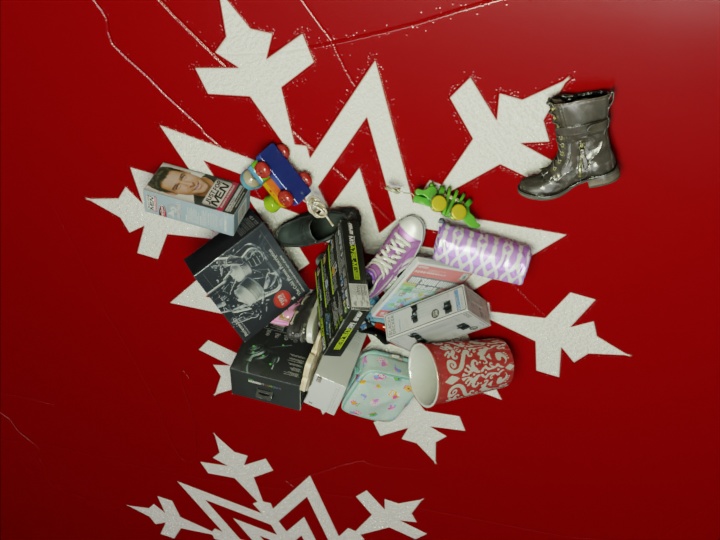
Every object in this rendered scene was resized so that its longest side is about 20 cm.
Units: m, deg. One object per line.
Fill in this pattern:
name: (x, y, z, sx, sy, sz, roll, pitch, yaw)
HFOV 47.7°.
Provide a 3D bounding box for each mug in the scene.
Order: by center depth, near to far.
mug: (0.210, 0.199, 1.757, 0.197, 0.178, 0.135, -6, 122, -23)

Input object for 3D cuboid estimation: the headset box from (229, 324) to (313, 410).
headset box: (-0.193, 0.213, 1.892, 0.172, 0.201, 0.094, 12, 133, 8)

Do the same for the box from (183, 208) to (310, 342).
box: (-0.240, 0.011, 1.729, 0.181, 0.104, 0.201, -37, 121, -6)

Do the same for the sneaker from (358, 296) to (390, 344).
sneaker: (0.009, 0.088, 1.783, 0.199, 0.090, 0.078, 36, 132, -11)

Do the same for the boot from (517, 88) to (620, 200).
boot: (0.351, -0.222, 1.409, 0.197, 0.070, 0.176, -13, 123, 19)

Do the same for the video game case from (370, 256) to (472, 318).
video game case: (0.128, 0.045, 1.710, 0.141, 0.018, 0.200, 9, 141, -28)

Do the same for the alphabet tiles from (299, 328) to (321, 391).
alphabet tiles: (-0.093, 0.168, 1.815, 0.014, 0.201, 0.197, 19, 135, 4)

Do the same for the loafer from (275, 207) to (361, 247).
loafer: (-0.094, -0.089, 1.666, 0.198, 0.070, 0.069, -12, 93, 26)

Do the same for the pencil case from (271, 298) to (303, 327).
pencil case: (-0.199, 0.088, 1.855, 0.197, 0.088, 0.083, 12, 169, 7)

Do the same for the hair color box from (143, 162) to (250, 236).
hair color box: (-0.338, -0.149, 1.688, 0.197, 0.100, 0.061, 15, 135, 6)

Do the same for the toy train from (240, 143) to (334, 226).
toy train: (-0.150, -0.145, 1.626, 0.201, 0.085, 0.115, 51, 140, -12)

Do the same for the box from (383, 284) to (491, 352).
box: (0.161, 0.106, 1.721, 0.198, 0.061, 0.116, -24, 148, 27)

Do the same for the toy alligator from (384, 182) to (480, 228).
toy alligator: (0.146, -0.142, 1.559, 0.198, 0.059, 0.055, 24, 92, -1)

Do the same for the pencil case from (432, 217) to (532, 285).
pencil case: (0.236, -0.034, 1.595, 0.197, 0.086, 0.085, 19, 110, 5)

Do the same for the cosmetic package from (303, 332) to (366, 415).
cosmetic package: (-0.053, 0.209, 1.836, 0.080, 0.201, 0.114, 22, 135, -1)

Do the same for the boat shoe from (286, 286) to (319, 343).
boat shoe: (-0.111, 0.088, 1.730, 0.059, 0.201, 0.075, 4, 122, 7)

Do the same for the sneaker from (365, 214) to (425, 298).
sneaker: (0.056, -0.019, 1.613, 0.072, 0.114, 0.202, 36, 104, 9)

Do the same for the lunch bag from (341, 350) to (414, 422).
lunch bag: (0.043, 0.271, 1.927, 0.158, 0.078, 0.201, 17, 134, -14)

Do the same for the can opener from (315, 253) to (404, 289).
can opener: (0.000, 0.000, 1.736, 0.197, 0.067, 0.053, 10, 137, 21)

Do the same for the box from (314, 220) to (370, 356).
box: (-0.039, 0.037, 1.608, 0.047, 0.202, 0.194, 3, 147, -17)
